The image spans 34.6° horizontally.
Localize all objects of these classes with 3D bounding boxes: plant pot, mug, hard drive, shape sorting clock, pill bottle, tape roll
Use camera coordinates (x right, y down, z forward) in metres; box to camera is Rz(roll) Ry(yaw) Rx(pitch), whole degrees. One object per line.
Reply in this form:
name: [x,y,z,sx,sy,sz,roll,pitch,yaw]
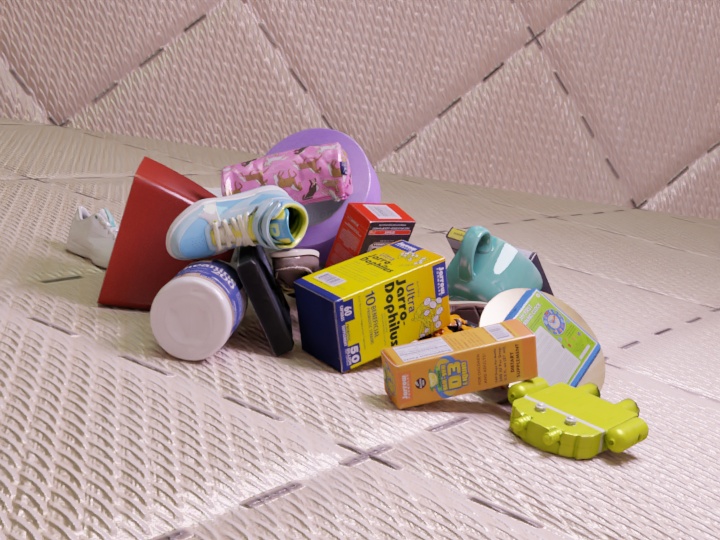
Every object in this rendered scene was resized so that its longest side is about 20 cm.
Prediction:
plant pot: [-0.285,-0.042,1.779,0.174,0.203,0.200,17,11,-10]
mug: [0.198,0.021,1.905,0.185,0.115,0.152,42,-21,-16]
hard drive: [-0.138,0.030,1.676,0.032,0.141,0.200,-23,14,0]
shape sorting clock: [0.255,0.111,1.624,0.197,0.039,0.202,14,52,-19]
pill bottle: [-0.215,0.045,1.593,0.109,0.113,0.200,10,12,2]
tape roll: [-0.071,-0.117,1.793,0.197,0.203,0.066,15,-18,23]

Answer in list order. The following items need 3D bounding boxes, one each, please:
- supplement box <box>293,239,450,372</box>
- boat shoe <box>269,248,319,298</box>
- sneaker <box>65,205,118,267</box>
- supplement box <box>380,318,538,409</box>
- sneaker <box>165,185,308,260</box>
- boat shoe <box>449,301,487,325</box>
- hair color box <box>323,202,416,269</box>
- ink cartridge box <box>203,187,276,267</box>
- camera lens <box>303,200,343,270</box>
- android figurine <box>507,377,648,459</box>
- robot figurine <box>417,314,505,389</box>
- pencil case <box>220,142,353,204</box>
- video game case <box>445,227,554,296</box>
supplement box: [0.018,0.047,1.643,0.198,0.111,0.109,-22,27,-31]
boat shoe: [-0.094,0.006,1.682,0.071,0.061,0.200,0,-6,0]
sneaker: [-0.426,-0.057,1.951,0.198,0.090,0.075,18,13,34]
supplement box: [0.129,0.122,1.506,0.197,0.068,0.069,-12,21,-12]
sneaker: [-0.162,-0.058,1.591,0.198,0.081,0.130,-25,26,-23]
boat shoe: [0.169,0.080,1.838,0.199,0.076,0.075,12,6,13]
hair color box: [0.000,0.000,1.741,0.100,0.202,0.061,-3,33,-42]
ink cartridge box: [-0.221,-0.059,1.982,0.198,0.147,0.145,0,15,-38]
camera lens: [-0.044,-0.047,1.905,0.158,0.162,0.200,15,-17,23]
android figurine: [0.270,0.187,1.471,0.181,0.042,0.198,23,21,40]
robot figurine: [0.145,0.114,1.694,0.143,0.059,0.200,5,14,-22]
pencil case: [-0.111,-0.131,1.718,0.197,0.084,0.087,-11,27,4]
video game case: [0.253,0.017,2.009,0.179,0.026,0.201,19,-28,39]
